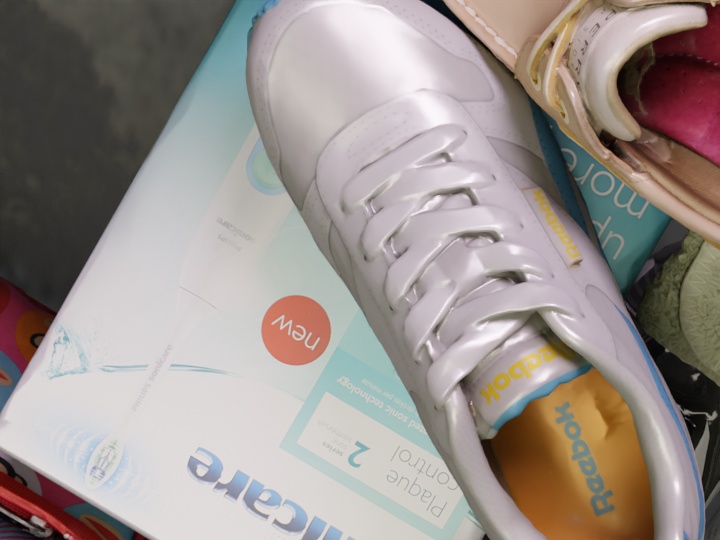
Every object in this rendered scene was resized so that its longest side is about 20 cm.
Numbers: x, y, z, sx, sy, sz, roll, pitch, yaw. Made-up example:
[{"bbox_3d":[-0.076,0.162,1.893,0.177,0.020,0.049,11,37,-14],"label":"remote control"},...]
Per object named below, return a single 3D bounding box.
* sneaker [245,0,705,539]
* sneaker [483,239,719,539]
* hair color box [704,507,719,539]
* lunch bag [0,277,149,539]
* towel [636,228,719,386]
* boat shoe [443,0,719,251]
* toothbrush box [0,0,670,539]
[{"bbox_3d":[0.036,0.004,0.724,0.076,0.081,0.200,-33,92,5],"label":"sneaker"},{"bbox_3d":[0.080,0.082,0.869,0.066,0.091,0.200,30,117,1],"label":"sneaker"},{"bbox_3d":[0.138,0.116,0.863,0.060,0.099,0.200,32,117,-2],"label":"hair color box"},{"bbox_3d":[-0.165,0.065,0.884,0.199,0.176,0.082,29,120,1],"label":"lunch bag"},{"bbox_3d":[0.183,-0.021,0.725,0.148,0.037,0.200,32,113,0],"label":"towel"},{"bbox_3d":[0.083,-0.058,0.697,0.200,0.069,0.074,36,114,22],"label":"boat shoe"},{"bbox_3d":[0.000,0.000,0.816,0.146,0.085,0.200,31,96,1],"label":"toothbrush box"}]
